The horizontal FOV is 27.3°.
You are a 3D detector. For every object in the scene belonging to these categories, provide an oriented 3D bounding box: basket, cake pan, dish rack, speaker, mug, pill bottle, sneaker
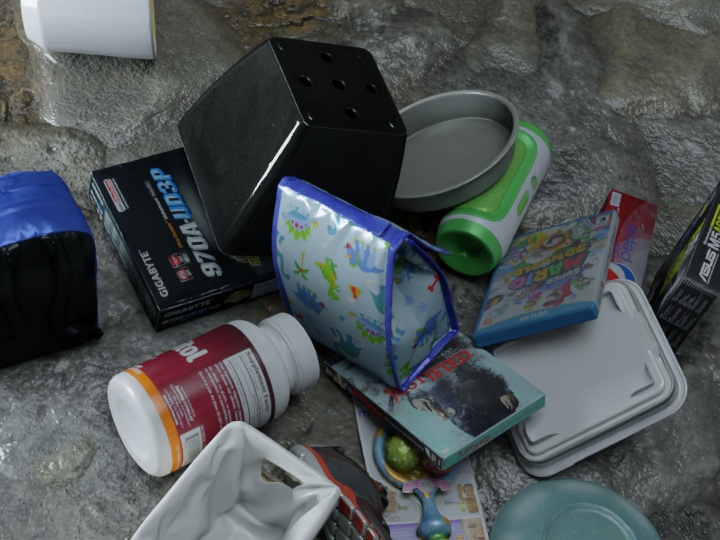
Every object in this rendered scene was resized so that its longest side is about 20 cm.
[{"bbox_3d":[-0.130,0.269,1.412,0.135,0.124,0.200,32,56,10],"label":"basket"},{"bbox_3d":[0.095,-0.138,1.746,0.200,0.037,0.201,-16,37,12],"label":"cake pan"},{"bbox_3d":[0.231,0.108,1.590,0.200,0.044,0.172,-28,59,13],"label":"dish rack"},{"bbox_3d":[0.159,-0.088,1.750,0.088,0.089,0.200,26,52,6],"label":"speaker"},{"bbox_3d":[-0.327,-0.323,1.796,0.153,0.187,0.150,-5,89,-6],"label":"mug"},{"bbox_3d":[-0.147,0.120,1.519,0.200,0.113,0.113,-25,64,-28],"label":"pill bottle"},{"bbox_3d":[0.003,0.235,1.477,0.082,0.077,0.200,-10,41,-32],"label":"sneaker"}]

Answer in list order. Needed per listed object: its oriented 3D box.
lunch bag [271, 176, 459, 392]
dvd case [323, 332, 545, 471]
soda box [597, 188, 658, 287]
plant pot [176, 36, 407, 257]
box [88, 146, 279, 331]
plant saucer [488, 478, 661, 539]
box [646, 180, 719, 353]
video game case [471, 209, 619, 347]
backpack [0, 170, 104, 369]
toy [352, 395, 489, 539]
[{"bbox_3d":[0.000,0.000,1.551,0.170,0.200,0.127,27,62,33],"label":"lunch bag"},{"bbox_3d":[0.077,0.121,1.583,0.146,0.022,0.200,-28,43,-27],"label":"dvd case"},{"bbox_3d":[0.292,0.006,1.726,0.063,0.070,0.200,20,53,1],"label":"soda box"},{"bbox_3d":[-0.061,-0.146,1.650,0.199,0.178,0.200,2,49,-33],"label":"plant pot"},{"bbox_3d":[-0.194,-0.043,1.663,0.159,0.046,0.200,-17,62,-24],"label":"box"},{"bbox_3d":[0.232,0.297,1.528,0.200,0.039,0.202,6,55,-9],"label":"plant saucer"},{"bbox_3d":[0.362,0.014,1.656,0.044,0.200,0.160,28,55,5],"label":"box"},{"bbox_3d":[0.208,0.007,1.652,0.143,0.018,0.200,-15,28,26],"label":"video game case"},{"bbox_3d":[-0.362,-0.013,1.508,0.162,0.200,0.168,-22,63,-25],"label":"backpack"},{"bbox_3d":[0.066,0.200,1.552,0.115,0.047,0.201,-1,56,-15],"label":"toy"}]
